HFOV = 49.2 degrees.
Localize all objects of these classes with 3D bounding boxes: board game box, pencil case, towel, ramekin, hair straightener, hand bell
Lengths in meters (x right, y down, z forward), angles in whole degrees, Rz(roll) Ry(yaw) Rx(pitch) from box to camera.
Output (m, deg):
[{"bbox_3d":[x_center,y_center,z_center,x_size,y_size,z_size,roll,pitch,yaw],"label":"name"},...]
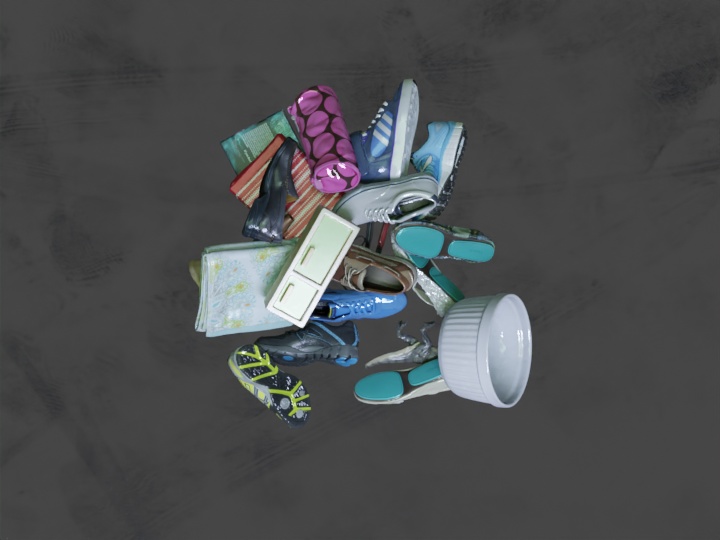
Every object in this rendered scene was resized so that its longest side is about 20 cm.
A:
[{"bbox_3d":[-0.157,-0.181,1.473,0.135,0.028,0.200,-27,91,2],"label":"board game box"},{"bbox_3d":[-0.066,-0.230,1.393,0.094,0.091,0.200,-13,57,-7],"label":"pencil case"},{"bbox_3d":[-0.194,0.030,1.406,0.200,0.048,0.171,-7,123,-30],"label":"towel"},{"bbox_3d":[0.220,0.139,1.396,0.105,0.200,0.200,0,93,34],"label":"ramekin"},{"bbox_3d":[0.004,-0.041,1.475,0.077,0.041,0.200,15,97,7],"label":"hair straightener"},{"bbox_3d":[-0.126,-0.137,1.448,0.200,0.022,0.145,43,91,-2],"label":"towel"},{"bbox_3d":[-0.203,-0.036,1.428,0.200,0.104,0.104,-37,91,11],"label":"hand bell"}]

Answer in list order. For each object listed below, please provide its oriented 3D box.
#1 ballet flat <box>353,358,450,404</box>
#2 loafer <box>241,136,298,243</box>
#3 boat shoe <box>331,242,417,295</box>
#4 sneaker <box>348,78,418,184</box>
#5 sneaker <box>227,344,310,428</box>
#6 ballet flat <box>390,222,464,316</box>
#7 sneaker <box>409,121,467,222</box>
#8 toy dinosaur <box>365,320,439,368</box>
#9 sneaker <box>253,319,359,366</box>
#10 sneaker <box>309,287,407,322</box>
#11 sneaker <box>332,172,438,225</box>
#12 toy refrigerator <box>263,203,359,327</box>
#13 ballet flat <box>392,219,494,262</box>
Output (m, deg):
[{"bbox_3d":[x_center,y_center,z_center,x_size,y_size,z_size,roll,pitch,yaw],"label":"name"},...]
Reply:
[{"bbox_3d":[0.089,0.216,1.461,0.200,0.069,0.070,-15,92,14],"label":"ballet flat"},{"bbox_3d":[-0.144,-0.141,1.397,0.072,0.073,0.200,22,78,-10],"label":"loafer"},{"bbox_3d":[0.000,0.000,1.411,0.200,0.072,0.076,8,117,13],"label":"boat shoe"},{"bbox_3d":[0.021,-0.255,1.433,0.146,0.081,0.200,8,89,18],"label":"sneaker"},{"bbox_3d":[-0.168,0.215,1.474,0.075,0.076,0.200,-47,109,-30],"label":"sneaker"},{"bbox_3d":[0.110,0.006,1.459,0.072,0.072,0.200,-39,89,3],"label":"ballet flat"},{"bbox_3d":[0.129,-0.182,1.456,0.090,0.078,0.200,19,89,19],"label":"sneaker"},{"bbox_3d":[0.106,0.140,1.473,0.200,0.047,0.088,-3,99,5],"label":"toy dinosaur"},{"bbox_3d":[-0.100,0.134,1.475,0.200,0.073,0.082,2,65,4],"label":"sneaker"},{"bbox_3d":[-0.015,0.067,1.436,0.200,0.078,0.066,-1,110,5],"label":"sneaker"},{"bbox_3d":[0.042,-0.115,1.388,0.200,0.071,0.073,-19,131,14],"label":"sneaker"},{"bbox_3d":[-0.085,-0.008,1.363,0.076,0.070,0.200,30,95,-14],"label":"toy refrigerator"},{"bbox_3d":[0.146,-0.057,1.436,0.200,0.074,0.074,13,93,-18],"label":"ballet flat"}]
